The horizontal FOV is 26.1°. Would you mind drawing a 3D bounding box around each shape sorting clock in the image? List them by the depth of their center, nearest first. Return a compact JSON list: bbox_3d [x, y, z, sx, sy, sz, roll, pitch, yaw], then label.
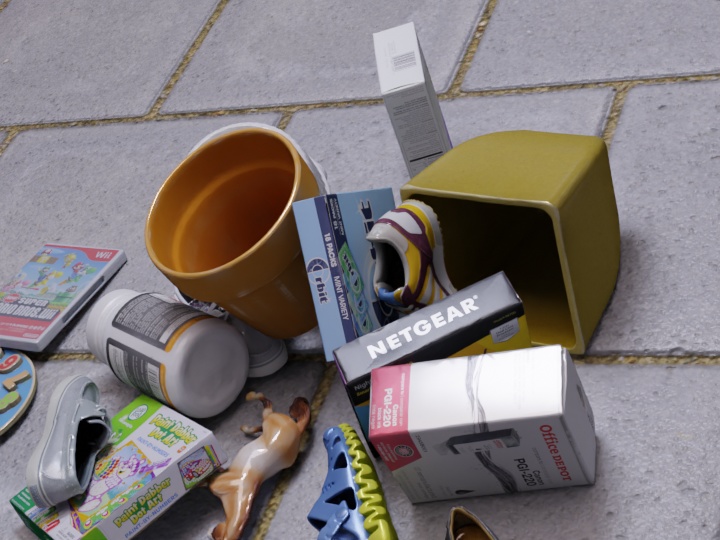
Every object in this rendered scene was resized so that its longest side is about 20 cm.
[{"bbox_3d":[-0.498,0.162,1.936,0.198,0.039,0.201,-14,39,11],"label":"shape sorting clock"}]

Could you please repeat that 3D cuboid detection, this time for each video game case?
[{"bbox_3d":[-0.418,0.032,2.050,0.141,0.018,0.200,5,39,31],"label":"video game case"}]

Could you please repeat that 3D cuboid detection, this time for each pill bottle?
[{"bbox_3d":[-0.230,0.091,1.817,0.116,0.117,0.199,-43,38,-24],"label":"pill bottle"}]

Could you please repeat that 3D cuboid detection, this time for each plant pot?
[{"bbox_3d":[0.190,-0.055,1.733,0.194,0.196,0.200,8,39,33],"label":"plant pot"},{"bbox_3d":[-0.112,-0.025,1.749,0.198,0.184,0.202,-18,48,21],"label":"plant pot"}]

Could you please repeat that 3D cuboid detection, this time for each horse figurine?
[{"bbox_3d":[-0.118,0.203,1.687,0.200,0.050,0.132,-44,35,-20],"label":"horse figurine"}]

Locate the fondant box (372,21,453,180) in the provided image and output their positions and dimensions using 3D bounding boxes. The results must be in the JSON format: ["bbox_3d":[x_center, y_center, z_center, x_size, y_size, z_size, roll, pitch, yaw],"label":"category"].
[{"bbox_3d":[0.073,-0.184,1.925,0.058,0.201,0.145,-15,38,7],"label":"fondant box"}]

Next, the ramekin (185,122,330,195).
[{"bbox_3d":[-0.138,-0.087,1.932,0.197,0.105,0.203,-4,68,9],"label":"ramekin"}]

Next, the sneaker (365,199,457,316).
[{"bbox_3d":[0.058,0.030,1.677,0.074,0.202,0.090,-3,25,46],"label":"sneaker"}]

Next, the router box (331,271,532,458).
[{"bbox_3d":[0.080,0.100,1.619,0.198,0.150,0.051,-25,51,-4],"label":"router box"}]

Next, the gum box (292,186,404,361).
[{"bbox_3d":[0.000,0.000,1.697,0.044,0.172,0.200,-12,1,21],"label":"gum box"}]

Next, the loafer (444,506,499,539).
[{"bbox_3d":[0.124,0.300,1.428,0.072,0.073,0.200,-28,39,-9],"label":"loafer"}]

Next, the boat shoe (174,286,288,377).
[{"bbox_3d":[-0.160,0.060,1.860,0.072,0.069,0.200,-34,40,-16],"label":"boat shoe"}]

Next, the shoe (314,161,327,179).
[{"bbox_3d":[-0.139,-0.084,2.028,0.198,0.072,0.092,-9,42,24],"label":"shoe"}]

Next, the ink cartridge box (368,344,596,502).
[{"bbox_3d":[0.123,0.154,1.537,0.197,0.146,0.086,-10,52,17],"label":"ink cartridge box"}]

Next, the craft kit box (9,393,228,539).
[{"bbox_3d":[-0.267,0.229,1.696,0.197,0.049,0.199,-36,24,-21],"label":"craft kit box"}]

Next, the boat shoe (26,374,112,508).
[{"bbox_3d":[-0.308,0.184,1.711,0.071,0.071,0.202,-12,31,13],"label":"boat shoe"}]

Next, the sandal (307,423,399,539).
[{"bbox_3d":[-0.018,0.236,1.576,0.086,0.080,0.201,-23,36,4],"label":"sandal"}]
